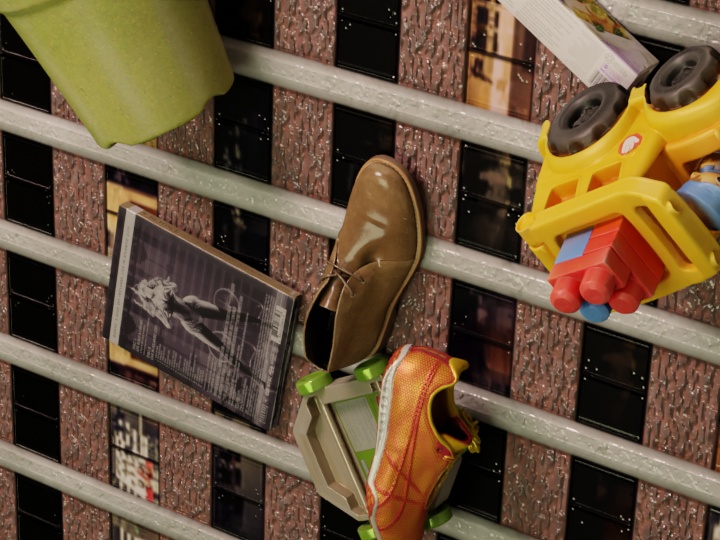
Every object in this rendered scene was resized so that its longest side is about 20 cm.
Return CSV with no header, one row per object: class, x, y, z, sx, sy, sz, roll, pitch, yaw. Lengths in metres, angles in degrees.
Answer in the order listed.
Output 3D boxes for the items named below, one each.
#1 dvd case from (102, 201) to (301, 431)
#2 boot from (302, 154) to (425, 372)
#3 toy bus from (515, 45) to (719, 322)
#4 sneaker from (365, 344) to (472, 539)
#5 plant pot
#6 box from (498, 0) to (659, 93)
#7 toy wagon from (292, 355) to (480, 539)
dvd case,-0.147,0.041,2.040,0.200,0.016,0.149,27,126,23
boot,0.000,0.000,1.873,0.073,0.075,0.201,28,124,25
toy bus,0.211,-0.044,1.599,0.200,0.192,0.136,-21,119,39
sneaker,0.050,0.158,1.864,0.077,0.073,0.201,16,122,18
plant pot,-0.200,-0.210,1.865,0.200,0.200,0.185,-10,117,39
box,0.139,-0.206,1.696,0.200,0.039,0.041,45,130,11
toy wagon,0.031,0.150,1.944,0.200,0.040,0.156,-16,101,39
